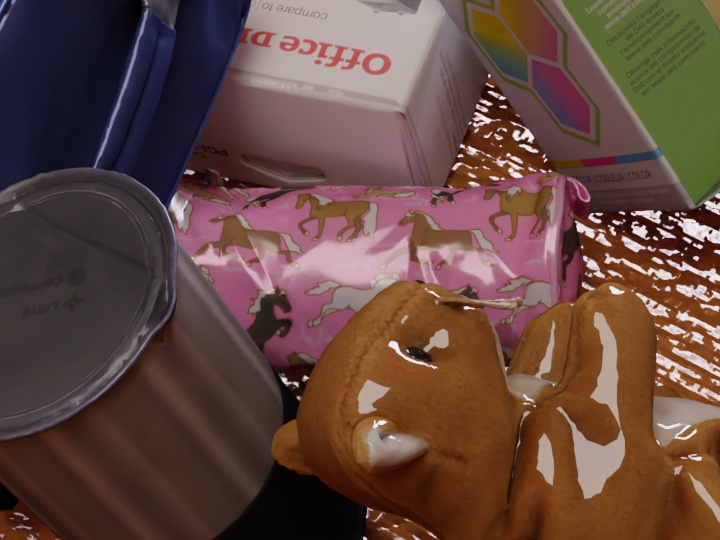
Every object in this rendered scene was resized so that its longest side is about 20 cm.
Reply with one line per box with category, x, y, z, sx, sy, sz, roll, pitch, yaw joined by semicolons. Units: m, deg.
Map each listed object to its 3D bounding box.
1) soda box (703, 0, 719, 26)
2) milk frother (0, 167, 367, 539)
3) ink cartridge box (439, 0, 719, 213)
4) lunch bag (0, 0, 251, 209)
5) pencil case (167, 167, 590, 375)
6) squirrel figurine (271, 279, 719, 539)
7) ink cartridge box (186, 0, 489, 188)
soda box;0.163;-0.112;1.061;0.064;0.068;0.200;-41;58;-16
milk frother;-0.113;0.102;0.900;0.179;0.188;0.201;-13;52;19
ink cartridge box;0.083;-0.120;0.996;0.059;0.201;0.104;-39;13;-17
lunch bag;-0.141;-0.080;0.976;0.132;0.136;0.201;8;70;40
pencil case;0.000;0.000;1.015;0.198;0.087;0.083;0;14;12
squirrel figurine;0.058;0.100;0.870;0.185;0.141;0.202;18;85;-24
ink cartridge box;-0.006;-0.139;1.106;0.144;0.085;0.201;12;62;20
